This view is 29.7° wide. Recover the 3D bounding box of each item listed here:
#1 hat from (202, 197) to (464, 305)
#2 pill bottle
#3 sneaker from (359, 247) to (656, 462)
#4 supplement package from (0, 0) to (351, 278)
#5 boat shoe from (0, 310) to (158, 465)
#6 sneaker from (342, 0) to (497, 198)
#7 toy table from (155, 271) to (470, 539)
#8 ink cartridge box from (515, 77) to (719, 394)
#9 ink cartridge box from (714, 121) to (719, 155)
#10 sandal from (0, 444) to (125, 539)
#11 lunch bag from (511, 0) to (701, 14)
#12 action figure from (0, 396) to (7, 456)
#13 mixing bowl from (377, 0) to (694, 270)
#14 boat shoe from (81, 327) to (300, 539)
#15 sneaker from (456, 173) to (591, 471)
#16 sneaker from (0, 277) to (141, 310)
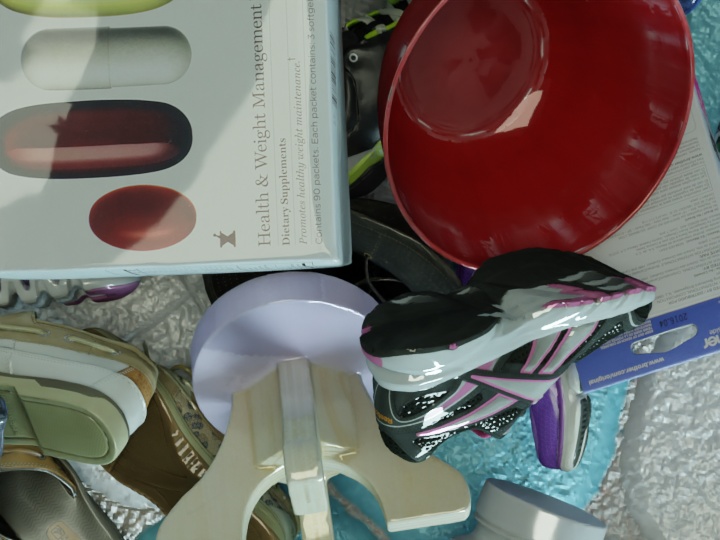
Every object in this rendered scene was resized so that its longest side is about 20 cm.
[{"bbox_3d":[0.000,0.000,0.870,0.199,0.201,0.081,29,55,-2],"label":"hat"},{"bbox_3d":[0.086,0.244,0.878,0.111,0.112,0.202,20,90,-2],"label":"pill bottle"},{"bbox_3d":[0.080,0.048,0.768,0.198,0.080,0.087,-14,119,-30],"label":"sneaker"},{"bbox_3d":[-0.109,-0.094,0.714,0.198,0.147,0.194,-3,89,2],"label":"supplement package"},{"bbox_3d":[-0.220,0.065,0.859,0.198,0.069,0.075,15,132,20],"label":"boat shoe"},{"bbox_3d":[0.016,-0.139,0.873,0.083,0.072,0.201,32,90,-31],"label":"sneaker"},{"bbox_3d":[-0.034,0.103,0.803,0.182,0.200,0.118,-14,59,8],"label":"toy table"},{"bbox_3d":[0.175,-0.028,0.852,0.118,0.042,0.202,-20,62,20],"label":"ink cartridge box"},{"bbox_3d":[0.316,-0.089,0.890,0.145,0.084,0.202,18,90,-2],"label":"ink cartridge box"},{"bbox_3d":[-0.229,0.148,0.892,0.082,0.055,0.200,-40,87,-1],"label":"sandal"},{"bbox_3d":[0.161,-0.264,0.821,0.134,0.201,0.134,7,59,-4],"label":"lunch bag"},{"bbox_3d":[-0.293,0.141,0.835,0.193,0.104,0.202,38,126,30],"label":"action figure"},{"bbox_3d":[0.087,-0.110,0.815,0.198,0.108,0.202,-9,118,-18],"label":"mixing bowl"},{"bbox_3d":[-0.121,0.117,0.900,0.073,0.063,0.200,-40,90,26],"label":"boat shoe"},{"bbox_3d":[0.100,0.038,0.903,0.083,0.081,0.202,-19,82,13],"label":"sneaker"},{"bbox_3d":[-0.245,-0.017,0.883,0.198,0.080,0.090,-7,85,-6],"label":"sneaker"}]
